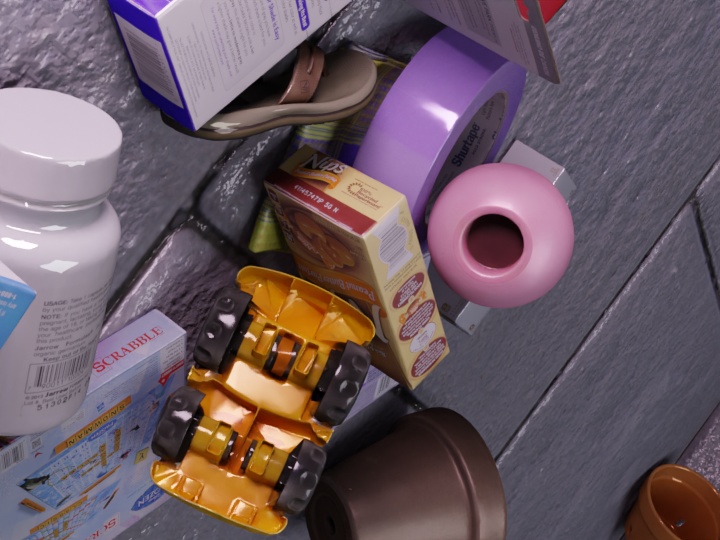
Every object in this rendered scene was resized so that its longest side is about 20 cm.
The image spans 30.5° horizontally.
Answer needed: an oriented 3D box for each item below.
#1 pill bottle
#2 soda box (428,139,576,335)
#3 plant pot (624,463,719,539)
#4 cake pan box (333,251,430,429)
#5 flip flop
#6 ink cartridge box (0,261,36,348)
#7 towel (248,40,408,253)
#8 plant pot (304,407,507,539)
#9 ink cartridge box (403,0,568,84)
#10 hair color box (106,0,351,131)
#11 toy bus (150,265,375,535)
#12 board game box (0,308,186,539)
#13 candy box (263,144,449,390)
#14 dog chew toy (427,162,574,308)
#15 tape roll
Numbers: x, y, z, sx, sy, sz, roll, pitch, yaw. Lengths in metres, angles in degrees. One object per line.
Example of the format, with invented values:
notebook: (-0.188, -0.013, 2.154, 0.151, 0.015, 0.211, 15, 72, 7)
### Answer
pill bottle: (-0.212, -0.006, 0.826, 0.114, 0.114, 0.200, -20, 137, -48)
soda box: (0.142, -0.034, 1.404, 0.200, 0.068, 0.064, -55, 153, -1)
plant pot: (0.632, 0.514, 2.686, 0.200, 0.200, 0.140, -25, 158, -44)
cake pan box: (-0.018, 0.073, 1.292, 0.200, 0.052, 0.184, -31, 146, -38)
flip flop: (-0.062, -0.142, 0.969, 0.200, 0.081, 0.058, -18, 121, -42)
ink cartridge box: (-0.309, 0.042, 0.690, 0.200, 0.146, 0.147, -56, 152, 3)
towel: (-0.016, -0.099, 1.133, 0.144, 0.023, 0.200, 7, 115, -60)
plant pot: (0.038, 0.268, 1.479, 0.175, 0.200, 0.200, -11, 132, -31)
ink cartridge box: (0.087, -0.249, 0.961, 0.084, 0.176, 0.200, -50, 153, -8)
hair color box: (-0.071, -0.201, 0.888, 0.200, 0.065, 0.109, -42, 149, -20)
toy bus: (-0.091, 0.122, 1.110, 0.192, 0.136, 0.200, 123, -9, -69)
board game box: (-0.227, 0.155, 1.061, 0.200, 0.041, 0.200, -33, 145, -37)
candy box: (0.000, 0.000, 1.096, 0.055, 0.115, 0.200, -42, 141, -22)
dog chew toy: (0.130, -0.038, 1.163, 0.125, 0.124, 0.200, -63, 173, 16)
tape roll: (0.067, -0.112, 1.158, 0.200, 0.066, 0.200, -52, 165, -21)
